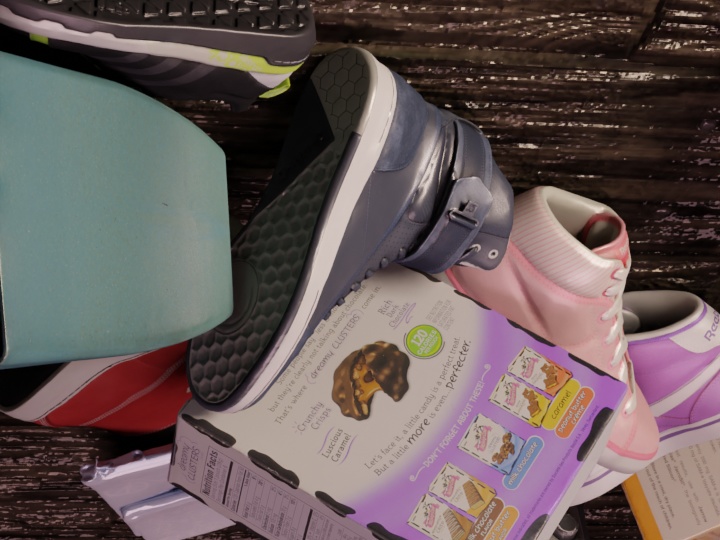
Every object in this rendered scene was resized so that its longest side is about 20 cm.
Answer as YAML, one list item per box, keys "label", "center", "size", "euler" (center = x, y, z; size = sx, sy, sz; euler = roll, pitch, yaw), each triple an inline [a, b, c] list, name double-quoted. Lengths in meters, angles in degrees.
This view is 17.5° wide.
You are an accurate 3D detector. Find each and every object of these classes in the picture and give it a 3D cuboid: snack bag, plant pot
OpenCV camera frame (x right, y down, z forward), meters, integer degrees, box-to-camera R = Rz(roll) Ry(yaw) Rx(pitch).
- label: "snack bag"
  center: [-0.066, 0.126, 1.454]
  size: [0.187, 0.022, 0.200]
  euler: [-14, 162, 0]
- label: "plant pot"
  center: [-0.160, -0.018, 1.149]
  size: [0.140, 0.143, 0.199]
  euler: [-7, 174, 34]

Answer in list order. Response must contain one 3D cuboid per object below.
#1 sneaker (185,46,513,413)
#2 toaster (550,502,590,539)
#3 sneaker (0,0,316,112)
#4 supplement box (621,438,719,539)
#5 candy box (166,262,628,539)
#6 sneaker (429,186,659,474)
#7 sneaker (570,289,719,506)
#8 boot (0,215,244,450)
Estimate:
- label: "sneaker"
  center: [0.001, 0.000, 1.251]
  size: [0.146, 0.077, 0.203]
  euler: [27, 92, -46]
- label: "toaster"
  center: [0.071, 0.223, 1.603]
  size: [0.128, 0.114, 0.200]
  euler: [8, 140, -20]
- label: "sneaker"
  center: [-0.114, -0.111, 1.129]
  size: [0.199, 0.072, 0.083]
  euler: [11, 139, -30]
- label: "supplement box"
  center: [0.281, 0.121, 1.534]
  size: [0.199, 0.074, 0.126]
  euler: [-26, 163, 17]
- label: "candy box"
  center: [0.020, 0.090, 1.287]
  size: [0.199, 0.168, 0.072]
  euler: [30, 144, 12]
- label: "sneaker"
  center: [0.135, 0.031, 1.364]
  size: [0.104, 0.076, 0.200]
  euler: [-36, 115, 21]
- label: "sneaker"
  center: [0.151, 0.072, 1.478]
  size: [0.200, 0.073, 0.114]
  euler: [-30, 123, 27]
- label: "boot"
  center: [-0.097, 0.040, 1.342]
  size: [0.144, 0.073, 0.199]
  euler: [21, 138, -40]
